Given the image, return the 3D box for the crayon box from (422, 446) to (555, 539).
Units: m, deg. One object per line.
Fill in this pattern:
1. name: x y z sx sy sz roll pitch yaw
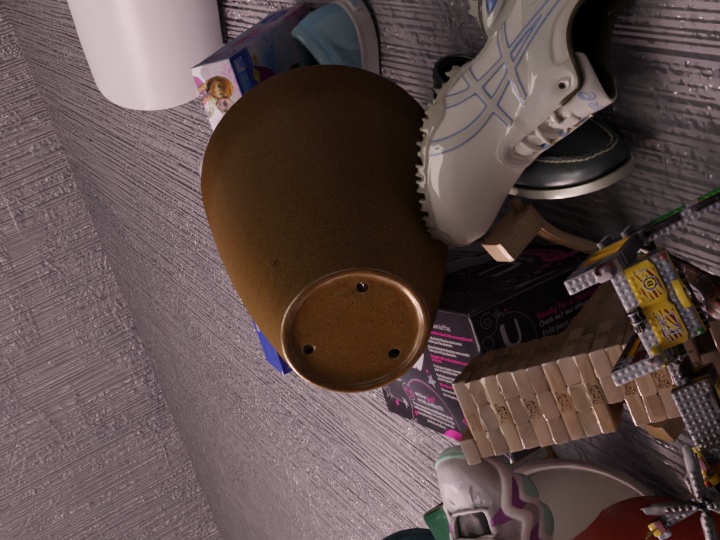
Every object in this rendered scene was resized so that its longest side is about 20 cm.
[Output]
1. crayon box: 0.160 0.271 0.943 0.201 0.125 0.052 59 151 11

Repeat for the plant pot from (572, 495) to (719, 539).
1. plant pot: 0.228 0.238 0.678 0.202 0.200 0.195 66 167 -8

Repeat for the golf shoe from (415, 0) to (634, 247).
1. golf shoe: 0.099 -0.099 0.632 0.097 0.078 0.201 29 109 37

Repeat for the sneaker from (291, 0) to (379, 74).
1. sneaker: -0.025 -0.146 0.962 0.074 0.082 0.201 41 150 48

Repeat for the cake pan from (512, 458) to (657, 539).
1. cake pan: 0.172 0.247 0.850 0.201 0.200 0.037 60 -160 10

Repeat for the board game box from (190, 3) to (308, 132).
1. board game box: -0.066 -0.122 0.973 0.200 0.041 0.201 -60 -44 -59

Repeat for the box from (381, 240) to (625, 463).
1. box: 0.100 0.049 0.821 0.200 0.132 0.115 10 121 65

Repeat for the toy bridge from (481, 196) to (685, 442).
1. toy bridge: 0.164 0.024 0.711 0.200 0.067 0.027 47 165 -17

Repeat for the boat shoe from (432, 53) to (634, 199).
1. boat shoe: 0.105 -0.101 0.714 0.200 0.073 0.062 39 153 58

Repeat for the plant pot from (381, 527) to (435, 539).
1. plant pot: 0.108 0.393 1.157 0.196 0.200 0.201 -12 104 62

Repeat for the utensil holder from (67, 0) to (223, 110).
1. utensil holder: -0.240 -0.305 1.181 0.170 0.169 0.201 49 158 34

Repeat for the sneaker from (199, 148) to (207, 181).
1. sneaker: -0.097 -0.122 1.059 0.200 0.079 0.131 33 -131 -62

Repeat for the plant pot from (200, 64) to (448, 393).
1. plant pot: -0.015 -0.013 0.723 0.200 0.185 0.187 -103 1 -56

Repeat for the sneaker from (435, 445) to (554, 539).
1. sneaker: 0.094 0.236 0.759 0.078 0.140 0.201 -27 98 40

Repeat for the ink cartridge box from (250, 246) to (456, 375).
1. ink cartridge box: 0.000 0.000 0.905 0.044 0.199 0.094 32 143 58

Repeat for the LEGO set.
1. LEGO set: 0.192 0.037 0.528 0.153 0.116 0.201 -18 95 25

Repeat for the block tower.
1. block tower: 0.151 0.063 0.649 0.199 0.054 0.058 -19 99 25
